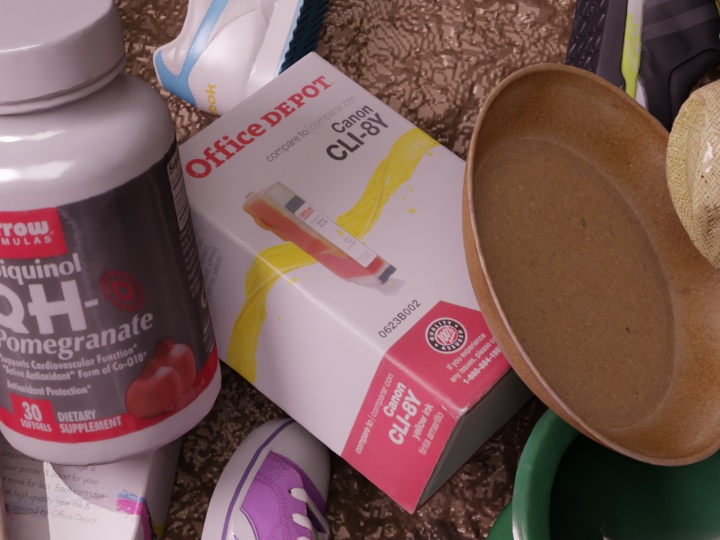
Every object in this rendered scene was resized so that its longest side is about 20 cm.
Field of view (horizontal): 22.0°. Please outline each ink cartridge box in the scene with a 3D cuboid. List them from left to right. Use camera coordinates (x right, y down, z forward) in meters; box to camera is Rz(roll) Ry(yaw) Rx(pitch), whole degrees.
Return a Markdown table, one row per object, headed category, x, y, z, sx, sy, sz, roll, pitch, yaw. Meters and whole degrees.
| category | x | y | z | sx | sy | sz | roll | pitch | yaw |
| --- | --- | --- | --- | --- | --- | --- | --- | --- | --- |
| ink cartridge box | -0.158 | 0.111 | 0.947 | 0.115 | 0.068 | 0.202 | 9 | 75 | 8 |
| ink cartridge box | 0.000 | 0.000 | 0.927 | 0.199 | 0.084 | 0.145 | 37 | 47 | 15 |

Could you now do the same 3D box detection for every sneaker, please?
| category | x | y | z | sx | sy | sz | roll | pitch | yaw |
| --- | --- | --- | --- | --- | --- | --- | --- | --- | --- |
| sneaker | -0.052 | -0.181 | 1.026 | 0.080 | 0.077 | 0.202 | 15 | 72 | 12 |
| sneaker | -0.023 | 0.160 | 0.884 | 0.113 | 0.073 | 0.202 | -5 | 51 | 29 |
| sneaker | 0.163 | -0.138 | 1.007 | 0.082 | 0.072 | 0.202 | 19 | 75 | -14 |

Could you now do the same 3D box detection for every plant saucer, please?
| category | x | y | z | sx | sy | sz | roll | pitch | yaw |
| --- | --- | --- | --- | --- | --- | --- | --- | --- | --- |
| plant saucer | 0.111 | 0.000 | 0.879 | 0.035 | 0.199 | 0.202 | -28 | 65 | 42 |

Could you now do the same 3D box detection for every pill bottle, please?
| category | x | y | z | sx | sy | sz | roll | pitch | yaw |
| --- | --- | --- | --- | --- | --- | --- | --- | --- | --- |
| pill bottle | -0.131 | -0.022 | 0.838 | 0.109 | 0.202 | 0.111 | -7 | 28 | 4 |

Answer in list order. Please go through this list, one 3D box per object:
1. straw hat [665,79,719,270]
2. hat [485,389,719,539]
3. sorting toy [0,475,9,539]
| category | x | y | z | sx | sy | sz | roll | pitch | yaw |
| --- | --- | --- | --- | --- | --- | --- | --- | --- | --- |
| straw hat | 0.193 | -0.049 | 0.892 | 0.084 | 0.201 | 0.203 | -12 | 71 | -5 |
| hat | 0.088 | 0.161 | 0.932 | 0.198 | 0.176 | 0.167 | 21 | 57 | -26 |
| sorting toy | -0.253 | 0.105 | 0.907 | 0.184 | 0.036 | 0.202 | -17 | 72 | 28 |
